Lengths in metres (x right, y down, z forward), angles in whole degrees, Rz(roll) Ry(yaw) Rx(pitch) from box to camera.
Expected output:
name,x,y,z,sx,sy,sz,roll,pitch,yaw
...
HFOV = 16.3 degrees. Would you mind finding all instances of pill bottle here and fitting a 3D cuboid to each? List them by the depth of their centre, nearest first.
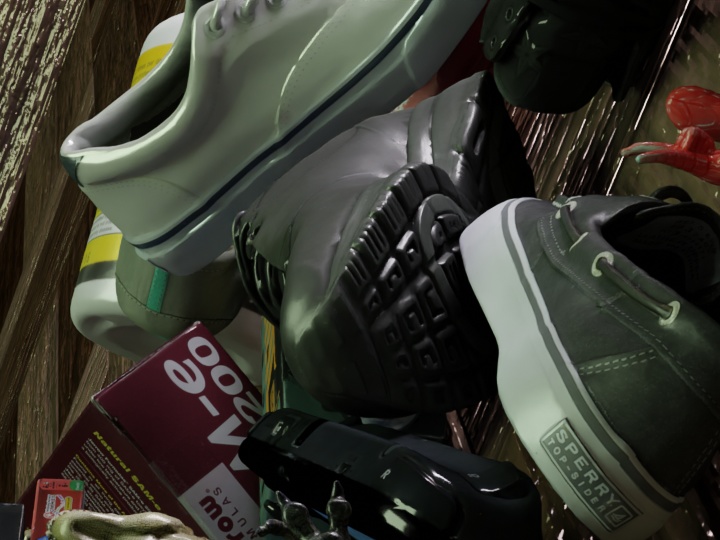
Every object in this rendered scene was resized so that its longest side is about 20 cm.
name,x,y,z,sx,sy,sz,roll,pitch,yaw
pill bottle,-0.062,-0.055,1.196,0.111,0.111,0.201,143,142,-69

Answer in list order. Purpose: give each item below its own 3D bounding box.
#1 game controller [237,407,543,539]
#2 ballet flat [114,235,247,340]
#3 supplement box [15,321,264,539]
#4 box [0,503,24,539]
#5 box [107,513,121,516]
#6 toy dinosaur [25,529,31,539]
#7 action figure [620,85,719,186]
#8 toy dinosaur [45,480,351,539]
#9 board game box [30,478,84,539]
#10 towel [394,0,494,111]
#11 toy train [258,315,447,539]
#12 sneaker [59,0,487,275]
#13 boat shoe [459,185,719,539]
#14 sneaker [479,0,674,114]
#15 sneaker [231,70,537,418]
name,x,y,z,sx,sy,sz,roll,pitch,yaw
game controller,0.026,0.078,0.672,0.042,0.104,0.200,-48,10,-8
ballet flat,-0.047,-0.048,1.057,0.200,0.067,0.064,-65,-10,-50
supplement box,-0.081,0.109,1.044,0.061,0.109,0.200,-38,-4,-28
box,-0.141,0.197,0.845,0.200,0.046,0.160,-95,8,-60
box,-0.018,0.114,0.771,0.200,0.119,0.042,-173,101,-76
toy dinosaur,-0.077,0.190,1.033,0.101,0.058,0.201,29,140,60
action figure,0.097,-0.050,0.573,0.200,0.099,0.066,-142,69,-74
toy dinosaur,0.000,0.105,0.598,0.047,0.200,0.088,-38,-24,-19
board game box,-0.106,0.168,0.830,0.200,0.019,0.103,-95,7,-60
towel,0.010,-0.150,0.953,0.200,0.022,0.145,51,121,33
toy train,-0.004,0.023,0.933,0.200,0.085,0.114,-99,20,-64
sneaker,-0.025,-0.082,0.887,0.200,0.071,0.073,-45,28,14
boat shoe,0.072,0.009,0.671,0.066,0.070,0.200,-39,8,10
sneaker,0.078,-0.090,0.787,0.200,0.060,0.105,-98,29,-73
sneaker,0.000,0.000,0.779,0.200,0.090,0.076,-53,-54,-69
